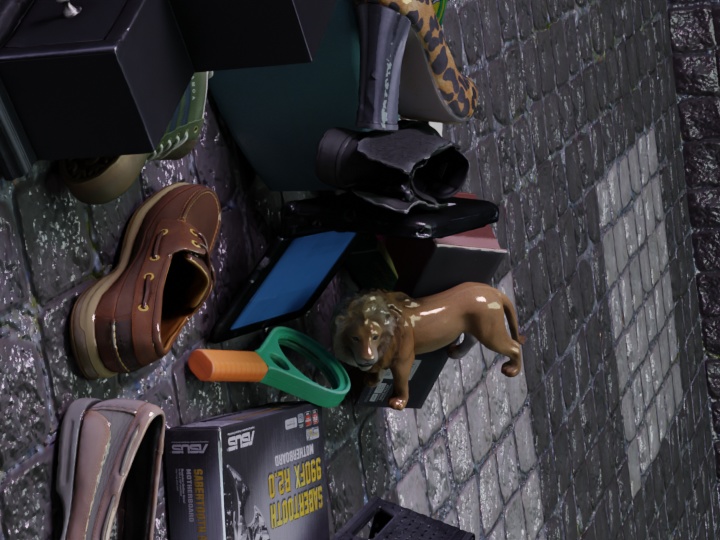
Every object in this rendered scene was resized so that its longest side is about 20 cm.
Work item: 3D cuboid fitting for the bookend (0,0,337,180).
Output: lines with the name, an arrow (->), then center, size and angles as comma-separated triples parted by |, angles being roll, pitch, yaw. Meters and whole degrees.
bookend -> -0.117, -0.158, 1.084 | 0.201, 0.196, 0.093 | -70, 151, -45

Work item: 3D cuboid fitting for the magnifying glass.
magnifying glass -> -0.070, 0.074, 1.371 | 0.080, 0.022, 0.199 | 47, 19, 22

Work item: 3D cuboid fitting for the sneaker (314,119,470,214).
sneaker -> 0.041, -0.075, 1.307 | 0.199, 0.103, 0.061 | -8, 110, -58

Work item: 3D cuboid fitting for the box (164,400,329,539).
box -> -0.081, 0.187, 1.331 | 0.200, 0.048, 0.161 | -3, 89, -69

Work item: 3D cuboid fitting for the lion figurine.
lion figurine -> 0.062, 0.047, 1.486 | 0.198, 0.073, 0.124 | -20, 133, -24

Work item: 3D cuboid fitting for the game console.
game console -> 0.000, 0.000, 1.376 | 0.200, 0.174, 0.118 | -17, 112, -69

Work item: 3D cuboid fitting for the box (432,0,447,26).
box -> 0.040, -0.278, 1.431 | 0.200, 0.048, 0.119 | 108, -31, -69

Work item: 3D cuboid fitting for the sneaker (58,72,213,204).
sneaker -> -0.140, -0.103, 1.193 | 0.202, 0.066, 0.090 | -79, 150, -41

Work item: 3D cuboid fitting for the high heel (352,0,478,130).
high heel -> 0.051, -0.185, 1.335 | 0.200, 0.071, 0.144 | -19, 115, -65

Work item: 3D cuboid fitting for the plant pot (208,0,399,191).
plant pot -> -0.038, -0.171, 1.385 | 0.142, 0.140, 0.202 | -64, 147, -53

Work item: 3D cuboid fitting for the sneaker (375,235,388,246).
sneaker -> 0.021, -0.097, 1.558 | 0.200, 0.081, 0.089 | 48, 20, -34

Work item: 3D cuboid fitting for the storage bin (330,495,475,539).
storage bin -> 0.013, 0.301, 1.407 | 0.135, 0.093, 0.202 | -31, 137, -67

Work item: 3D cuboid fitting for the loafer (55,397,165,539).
loafer -> -0.156, 0.181, 1.111 | 0.072, 0.062, 0.203 | 18, 69, -68

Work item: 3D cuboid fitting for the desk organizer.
desk organizer -> 0.049, 0.027, 1.558 | 0.201, 0.071, 0.077 | -64, -146, 37

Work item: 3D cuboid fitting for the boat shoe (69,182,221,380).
boat shoe -> -0.130, 0.005, 1.204 | 0.201, 0.067, 0.073 | -64, 144, -53

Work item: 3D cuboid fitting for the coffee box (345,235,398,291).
coffee box -> 0.031, -0.073, 1.677 | 0.123, 0.043, 0.202 | 57, 36, -52

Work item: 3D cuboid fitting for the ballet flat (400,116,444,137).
ballet flat -> 0.030, -0.177, 1.592 | 0.201, 0.068, 0.068 | 62, 37, -17
